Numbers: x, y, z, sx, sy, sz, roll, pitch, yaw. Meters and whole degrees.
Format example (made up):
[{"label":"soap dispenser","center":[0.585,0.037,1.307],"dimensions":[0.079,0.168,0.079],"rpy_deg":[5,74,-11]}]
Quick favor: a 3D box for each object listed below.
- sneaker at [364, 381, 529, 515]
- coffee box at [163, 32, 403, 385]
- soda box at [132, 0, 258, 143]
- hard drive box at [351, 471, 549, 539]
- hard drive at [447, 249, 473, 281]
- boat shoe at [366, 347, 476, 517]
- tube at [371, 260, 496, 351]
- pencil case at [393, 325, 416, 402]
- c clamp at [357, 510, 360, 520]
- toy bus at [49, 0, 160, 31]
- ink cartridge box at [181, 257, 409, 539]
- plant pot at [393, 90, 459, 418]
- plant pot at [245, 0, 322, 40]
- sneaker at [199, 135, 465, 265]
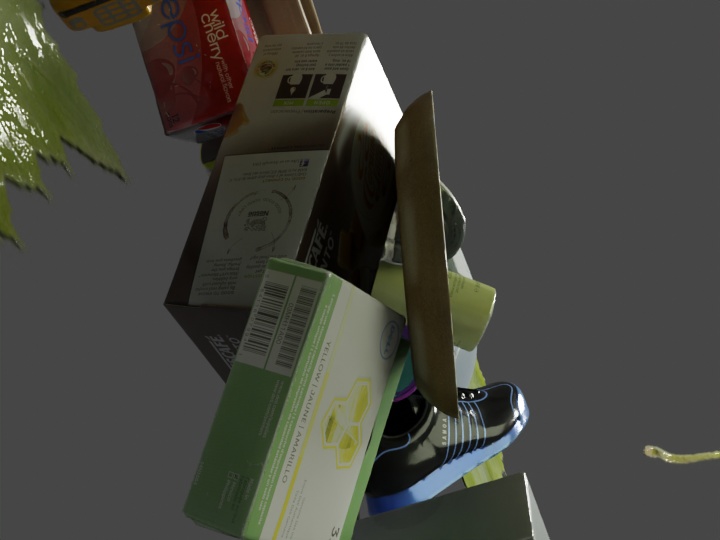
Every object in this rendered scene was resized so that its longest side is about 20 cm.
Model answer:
[{"label":"sneaker","center":[0.065,0.121,1.161],"dimensions":[0.200,0.070,0.078],"rpy_deg":[-30,107,-47]},{"label":"coffee box","center":[-0.038,-0.034,0.896],"dimensions":[0.115,0.079,0.201],"rpy_deg":[60,39,-51]},{"label":"soda box","center":[-0.119,-0.191,0.969],"dimensions":[0.063,0.070,0.201],"rpy_deg":[6,66,-79]},{"label":"hard drive box","center":[0.070,0.255,0.978],"dimensions":[0.077,0.155,0.201],"rpy_deg":[-86,156,-65]},{"label":"hard drive","center":[0.037,0.012,1.279],"dimensions":[0.027,0.132,0.200],"rpy_deg":[32,18,-20]},{"label":"boat shoe","center":[0.029,0.125,1.248],"dimensions":[0.075,0.086,0.203],"rpy_deg":[69,38,-47]},{"label":"tube","center":[0.000,0.000,1.056],"dimensions":[0.058,0.199,0.052],"rpy_deg":[117,-6,-67]},{"label":"pencil case","center":[0.006,0.022,1.175],"dimensions":[0.085,0.092,0.200],"rpy_deg":[41,18,-22]},{"label":"c clamp","center":[-0.029,0.109,1.059],"dimensions":[0.171,0.027,0.201],"rpy_deg":[62,13,-53]},{"label":"toy bus","center":[-0.155,-0.228,0.848],"dimensions":[0.078,0.065,0.201],"rpy_deg":[55,19,-65]},{"label":"ink cartridge box","center":[-0.013,0.090,0.829],"dimensions":[0.200,0.048,0.146],"rpy_deg":[32,74,-59]},{"label":"plant pot","center":[0.040,-0.009,0.887],"dimensions":[0.200,0.027,0.201],"rpy_deg":[-4,90,-87]},{"label":"plant pot","center":[-0.093,-0.219,1.087],"dimensions":[0.201,0.092,0.202],"rpy_deg":[-18,90,-85]},{"label":"sneaker","center":[-0.017,-0.065,1.046],"dimensions":[0.085,0.199,0.075],"rpy_deg":[-102,-144,-83]}]
